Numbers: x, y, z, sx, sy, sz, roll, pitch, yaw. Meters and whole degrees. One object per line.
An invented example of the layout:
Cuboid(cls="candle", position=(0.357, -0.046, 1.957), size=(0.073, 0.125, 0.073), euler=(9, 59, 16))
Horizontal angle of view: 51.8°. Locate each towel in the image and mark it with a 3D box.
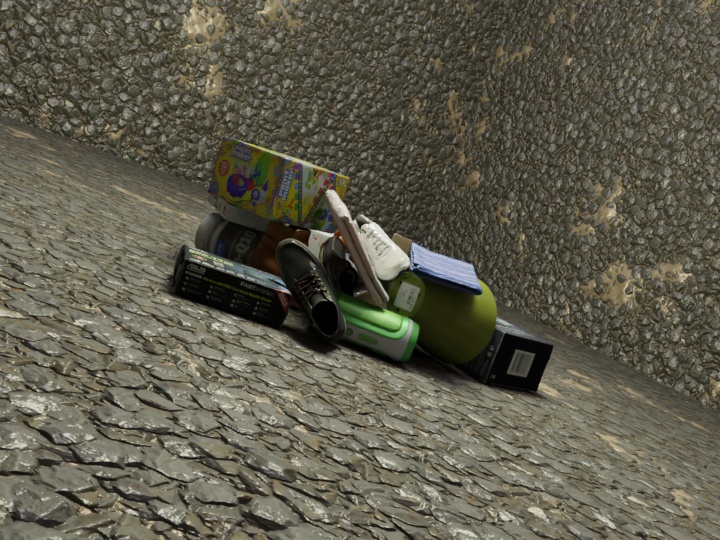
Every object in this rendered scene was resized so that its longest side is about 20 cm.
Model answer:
Cuboid(cls="towel", position=(-0.011, -0.047, 1.406), size=(0.200, 0.032, 0.193), euler=(-120, -175, -69))
Cuboid(cls="towel", position=(0.166, -0.007, 1.463), size=(0.142, 0.024, 0.200), euler=(19, 16, -2))

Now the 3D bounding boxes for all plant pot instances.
Cuboid(cls="plant pot", position=(0.146, 0.074, 1.486), size=(0.186, 0.190, 0.199), euler=(27, 1, 42))

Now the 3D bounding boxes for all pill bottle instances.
Cuboid(cls="pill bottle", position=(-0.247, -0.044, 1.579), size=(0.197, 0.116, 0.113), euler=(23, 6, 20))

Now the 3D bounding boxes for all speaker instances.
Cuboid(cls="speaker", position=(0.005, 0.099, 1.370), size=(0.197, 0.090, 0.088), euler=(22, 6, -5))

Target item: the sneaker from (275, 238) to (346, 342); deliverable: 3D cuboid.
Cuboid(cls="sneaker", position=(-0.083, 0.026, 1.271), size=(0.202, 0.074, 0.106), euler=(58, -5, 7))

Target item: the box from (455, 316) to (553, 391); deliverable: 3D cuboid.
Cuboid(cls="box", position=(0.281, 0.166, 1.636), size=(0.195, 0.119, 0.199), euler=(16, 7, -42))

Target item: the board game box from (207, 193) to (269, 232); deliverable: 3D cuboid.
Cuboid(cls="board game box", position=(-0.247, -0.126, 1.583), size=(0.124, 0.035, 0.200), euler=(17, 9, -26))

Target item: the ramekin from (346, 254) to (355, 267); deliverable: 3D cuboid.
Cuboid(cls="ramekin", position=(-0.047, -0.021, 1.894), size=(0.197, 0.099, 0.200), euler=(22, 4, -2))

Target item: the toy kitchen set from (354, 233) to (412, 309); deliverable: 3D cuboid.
Cuboid(cls="toy kitchen set", position=(0.000, 0.000, 1.577), size=(0.178, 0.203, 0.163), euler=(22, -1, 3))

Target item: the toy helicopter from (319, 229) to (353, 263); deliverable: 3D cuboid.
Cuboid(cls="toy helicopter", position=(-0.060, -0.032, 1.632), size=(0.079, 0.199, 0.132), euler=(52, -20, 0))

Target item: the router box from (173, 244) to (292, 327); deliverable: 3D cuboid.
Cuboid(cls="router box", position=(-0.226, 0.024, 1.296), size=(0.197, 0.063, 0.150), euler=(20, 5, -18))

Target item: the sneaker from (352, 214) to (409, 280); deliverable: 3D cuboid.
Cuboid(cls="sneaker", position=(0.034, -0.047, 1.491), size=(0.081, 0.075, 0.200), euler=(55, -4, -34))

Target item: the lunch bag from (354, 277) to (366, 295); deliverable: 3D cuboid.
Cuboid(cls="lunch bag", position=(0.072, 0.060, 1.747), size=(0.198, 0.129, 0.169), euler=(25, 3, 28))

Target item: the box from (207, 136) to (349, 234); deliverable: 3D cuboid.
Cuboid(cls="box", position=(-0.166, -0.173, 1.502), size=(0.198, 0.124, 0.191), euler=(24, 9, 39))

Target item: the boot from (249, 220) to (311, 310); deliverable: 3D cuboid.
Cuboid(cls="boot", position=(-0.131, -0.010, 1.494), size=(0.197, 0.158, 0.076), euler=(18, 6, -31))

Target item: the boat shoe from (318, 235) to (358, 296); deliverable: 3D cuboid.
Cuboid(cls="boat shoe", position=(-0.037, 0.016, 1.492), size=(0.072, 0.203, 0.074), euler=(-21, -36, 27))

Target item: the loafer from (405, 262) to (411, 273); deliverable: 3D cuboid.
Cuboid(cls="loafer", position=(0.156, 0.007, 1.667), size=(0.068, 0.076, 0.200), euler=(51, 13, 15))

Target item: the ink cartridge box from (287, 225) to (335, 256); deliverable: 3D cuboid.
Cuboid(cls="ink cartridge box", position=(-0.162, -0.044, 1.738), size=(0.197, 0.147, 0.085), euler=(20, 7, -15))
